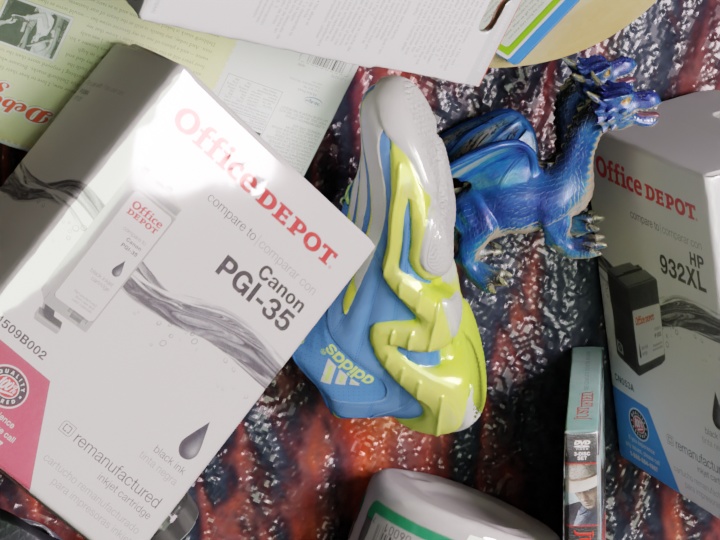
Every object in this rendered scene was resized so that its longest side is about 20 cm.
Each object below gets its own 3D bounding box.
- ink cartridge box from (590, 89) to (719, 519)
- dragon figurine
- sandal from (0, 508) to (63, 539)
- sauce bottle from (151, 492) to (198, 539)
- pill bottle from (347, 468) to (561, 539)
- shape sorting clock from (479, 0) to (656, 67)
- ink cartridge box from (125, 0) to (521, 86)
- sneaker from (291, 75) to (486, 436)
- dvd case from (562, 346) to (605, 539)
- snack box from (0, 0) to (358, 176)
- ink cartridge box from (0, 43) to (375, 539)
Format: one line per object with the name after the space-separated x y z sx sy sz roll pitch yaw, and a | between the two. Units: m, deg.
0.195 0.019 1.452 0.083 0.145 0.201 -15 109 -18 | ink cartridge box
0.069 -0.047 1.419 0.199 0.059 0.100 -17 114 13 | dragon figurine
-0.169 0.163 1.397 0.199 0.043 0.076 21 102 -36 | sandal
-0.150 0.061 1.358 0.065 0.065 0.200 -39 114 -9 | sauce bottle
0.025 0.218 1.450 0.113 0.113 0.201 18 97 -26 | pill bottle
0.069 -0.186 1.308 0.198 0.039 0.201 -2 130 -3 | shape sorting clock
-0.009 -0.154 1.218 0.199 0.050 0.109 9 118 -39 | ink cartridge box
0.000 0.000 1.374 0.104 0.076 0.201 -7 115 10 | sneaker
0.122 0.158 1.464 0.022 0.146 0.201 -1 105 6 | dvd case
-0.107 -0.102 1.334 0.199 0.037 0.117 18 111 -26 | snack box
-0.113 0.014 1.285 0.146 0.083 0.200 42 81 -28 | ink cartridge box
